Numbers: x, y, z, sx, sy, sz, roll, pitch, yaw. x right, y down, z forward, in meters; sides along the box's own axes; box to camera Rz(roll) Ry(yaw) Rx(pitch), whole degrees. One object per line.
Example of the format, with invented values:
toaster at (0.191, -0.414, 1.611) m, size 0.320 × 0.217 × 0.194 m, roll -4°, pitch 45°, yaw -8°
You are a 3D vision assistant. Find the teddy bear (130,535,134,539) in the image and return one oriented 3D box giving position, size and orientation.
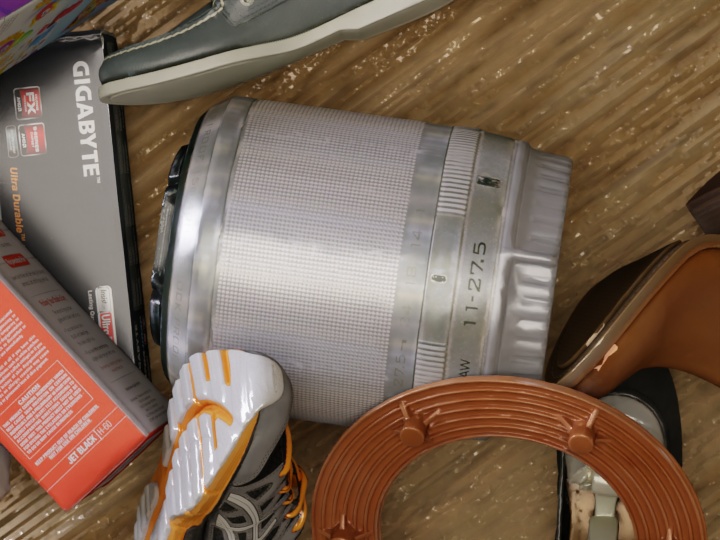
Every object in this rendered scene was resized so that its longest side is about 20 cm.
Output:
teddy bear at (-0.049, 0.209, 1.439) m, size 0.145 × 0.067 × 0.200 m, roll -22°, pitch 90°, yaw 8°

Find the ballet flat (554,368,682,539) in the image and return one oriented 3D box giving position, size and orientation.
ballet flat at (0.134, 0.129, 1.419) m, size 0.068 × 0.068 × 0.201 m, roll 3°, pitch 93°, yaw 5°

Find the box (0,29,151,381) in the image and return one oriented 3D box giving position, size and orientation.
box at (-0.201, -0.022, 1.449) m, size 0.159 × 0.046 × 0.201 m, roll -5°, pitch 93°, yaw 5°

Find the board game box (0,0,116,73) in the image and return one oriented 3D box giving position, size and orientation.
board game box at (-0.182, -0.169, 1.357) m, size 0.103 × 0.200 × 0.105 m, roll 50°, pitch 137°, yaw 1°

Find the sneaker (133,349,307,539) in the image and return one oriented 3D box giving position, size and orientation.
sneaker at (-0.060, 0.104, 1.340) m, size 0.077 × 0.200 × 0.078 m, roll 5°, pitch 55°, yaw -14°

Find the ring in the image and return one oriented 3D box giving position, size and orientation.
ring at (0.073, 0.138, 1.348) m, size 0.200 × 0.019 × 0.201 m, roll 6°, pitch 125°, yaw 9°

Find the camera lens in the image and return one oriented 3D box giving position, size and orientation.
camera lens at (0.000, 0.000, 1.378) m, size 0.199 × 0.160 × 0.160 m, roll 8°, pitch 93°, yaw 4°

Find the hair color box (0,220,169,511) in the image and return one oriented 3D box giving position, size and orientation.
hair color box at (-0.187, 0.025, 1.377) m, size 0.061 × 0.102 × 0.200 m, roll -43°, pitch 88°, yaw 6°

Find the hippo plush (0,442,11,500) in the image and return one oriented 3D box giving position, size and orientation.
hippo plush at (-0.244, 0.187, 1.397) m, size 0.200 × 0.159 × 0.161 m, roll -34°, pitch 127°, yaw -13°

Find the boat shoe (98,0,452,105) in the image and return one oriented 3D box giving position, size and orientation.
boat shoe at (-0.048, -0.139, 1.416) m, size 0.200 × 0.073 × 0.062 m, roll -19°, pitch 86°, yaw -5°

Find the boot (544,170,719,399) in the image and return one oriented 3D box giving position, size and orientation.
boot at (0.197, 0.046, 1.370) m, size 0.200 × 0.074 × 0.155 m, roll -40°, pitch 98°, yaw -30°
